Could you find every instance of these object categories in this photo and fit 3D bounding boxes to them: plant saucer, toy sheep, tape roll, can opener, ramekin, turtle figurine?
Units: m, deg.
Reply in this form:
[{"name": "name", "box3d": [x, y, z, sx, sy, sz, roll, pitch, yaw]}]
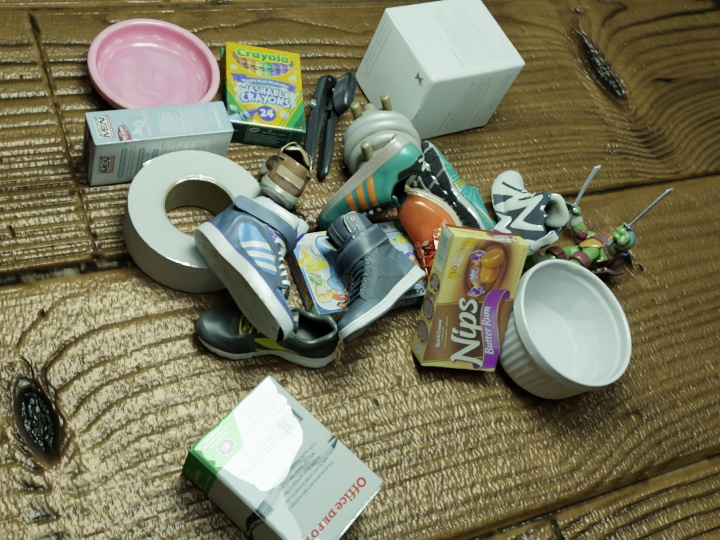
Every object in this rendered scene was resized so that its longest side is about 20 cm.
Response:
[{"name": "plant saucer", "box3d": [-0.322, -0.303, 1.383, 0.200, 0.051, 0.201, 10, 56, -16]}, {"name": "toy sheep", "box3d": [0.033, -0.197, 1.404, 0.138, 0.138, 0.200, 6, 51, -17]}, {"name": "tape roll", "box3d": [-0.232, -0.071, 1.257, 0.202, 0.071, 0.203, 10, 57, -15]}, {"name": "can opener", "box3d": [-0.060, -0.238, 1.438, 0.063, 0.079, 0.200, 23, 62, -16]}, {"name": "ramekin", "box3d": [0.289, 0.095, 1.316, 0.200, 0.105, 0.200, 14, 58, -23]}, {"name": "turtle figurine", "box3d": [0.361, -0.065, 1.429, 0.194, 0.200, 0.144, -27, 56, -23]}]

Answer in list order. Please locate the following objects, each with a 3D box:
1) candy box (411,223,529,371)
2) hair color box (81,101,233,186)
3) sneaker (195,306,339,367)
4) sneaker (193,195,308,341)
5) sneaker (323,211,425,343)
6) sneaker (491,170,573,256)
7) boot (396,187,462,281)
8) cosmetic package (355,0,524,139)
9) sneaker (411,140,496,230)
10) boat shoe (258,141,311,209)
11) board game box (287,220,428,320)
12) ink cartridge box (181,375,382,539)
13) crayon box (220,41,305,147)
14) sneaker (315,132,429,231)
[{"name": "candy box", "box3d": [0.153, 0.041, 1.261, 0.116, 0.200, 0.056, 7, 18, -17]}, {"name": "hair color box", "box3d": [-0.294, -0.184, 1.287, 0.200, 0.099, 0.061, -11, 64, -27]}, {"name": "sneaker", "box3d": [-0.120, 0.075, 1.198, 0.200, 0.085, 0.075, 8, 56, -16]}, {"name": "sneaker", "box3d": [-0.110, -0.016, 1.175, 0.146, 0.081, 0.200, -30, 67, -30]}, {"name": "sneaker", "box3d": [-0.010, 0.004, 1.228, 0.146, 0.077, 0.202, 48, 38, 0]}, {"name": "sneaker", "box3d": [0.279, -0.100, 1.419, 0.080, 0.129, 0.199, 54, 34, -28]}, {"name": "boot", "box3d": [0.115, -0.032, 1.326, 0.200, 0.075, 0.107, 50, 36, -5]}, {"name": "cosmetic package", "box3d": [0.131, -0.340, 1.511, 0.200, 0.165, 0.165, -16, 66, -30]}, {"name": "sneaker", "box3d": [0.149, -0.123, 1.450, 0.080, 0.078, 0.200, -19, 72, -48]}, {"name": "boat shoe", "box3d": [-0.100, -0.148, 1.305, 0.076, 0.072, 0.200, 33, 13, -16]}, {"name": "board game box", "box3d": [0.000, 0.000, 1.323, 0.200, 0.034, 0.136, -10, 63, -27]}, {"name": "ink cartridge box", "box3d": [-0.095, 0.254, 1.093, 0.200, 0.083, 0.147, 42, 54, 9]}, {"name": "crayon box", "box3d": [-0.160, -0.295, 1.441, 0.125, 0.052, 0.200, 5, 57, -19]}, {"name": "sneaker", "box3d": [0.016, -0.109, 1.310, 0.080, 0.200, 0.071, 48, 30, -1]}]
